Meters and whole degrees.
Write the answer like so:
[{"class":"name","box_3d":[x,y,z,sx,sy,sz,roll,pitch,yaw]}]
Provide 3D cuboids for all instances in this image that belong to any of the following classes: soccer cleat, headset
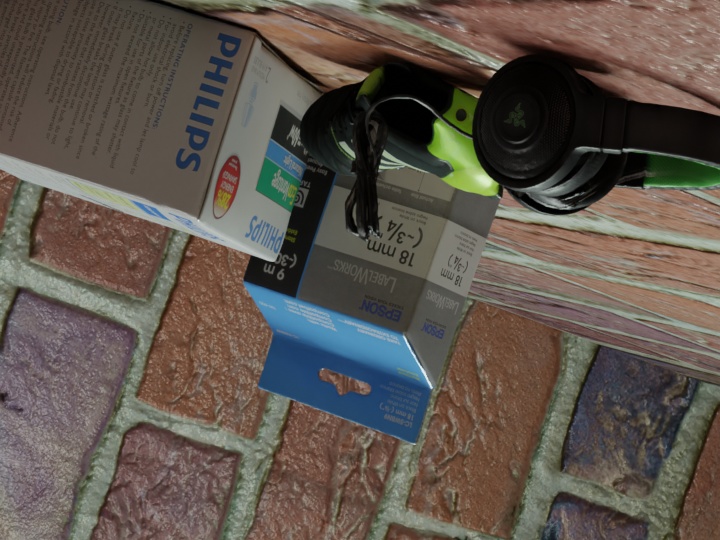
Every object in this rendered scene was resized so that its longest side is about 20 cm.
[{"class":"soccer cleat","box_3d":[0.019,-0.091,1.369,0.081,0.068,0.200,41,165,-33]},{"class":"headset","box_3d":[0.092,-0.052,1.163,0.199,0.095,0.123,7,175,14]}]

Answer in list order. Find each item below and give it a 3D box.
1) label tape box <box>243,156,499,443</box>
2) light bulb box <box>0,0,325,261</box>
[{"class":"label tape box","box_3d":[0.000,0.000,1.620,0.144,0.201,0.063,17,177,33]},{"class":"light bulb box","box_3d":[-0.149,-0.103,1.530,0.199,0.126,0.198,18,177,14]}]
